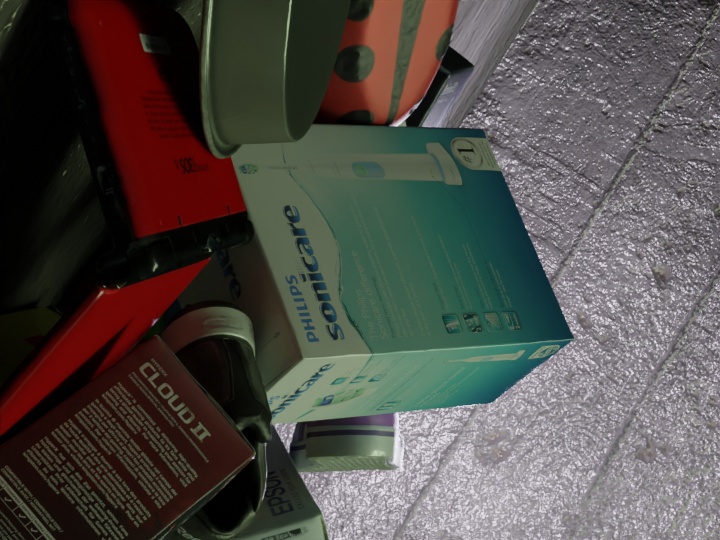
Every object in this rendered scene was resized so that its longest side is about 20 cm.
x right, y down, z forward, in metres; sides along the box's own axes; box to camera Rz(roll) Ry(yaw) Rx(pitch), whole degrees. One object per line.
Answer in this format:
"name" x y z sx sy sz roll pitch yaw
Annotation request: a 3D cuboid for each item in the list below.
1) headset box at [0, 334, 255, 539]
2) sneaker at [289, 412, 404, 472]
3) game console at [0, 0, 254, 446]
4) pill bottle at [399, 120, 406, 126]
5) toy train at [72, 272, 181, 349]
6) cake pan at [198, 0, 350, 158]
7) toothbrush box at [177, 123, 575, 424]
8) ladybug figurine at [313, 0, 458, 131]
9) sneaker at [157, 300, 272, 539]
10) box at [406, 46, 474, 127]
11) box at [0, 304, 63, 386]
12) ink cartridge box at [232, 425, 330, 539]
"headset box" -0.149 0.123 0.841 0.200 0.075 0.149 -38 176 -43
"sneaker" -0.007 0.069 1.190 0.200 0.072 0.115 124 -36 -77
"game console" -0.127 -0.023 0.836 0.118 0.173 0.200 -17 -178 8
"pill bottle" -0.041 -0.075 1.179 0.200 0.112 0.112 -58 176 -18
"toy train" -0.111 0.092 1.063 0.085 0.115 0.200 52 40 -51
"cake pan" -0.030 -0.147 0.869 0.200 0.037 0.201 12 90 -83
"toothbrush box" 0.000 0.000 1.052 0.200 0.147 0.085 -2 151 -41
"ladybug figurine" 0.005 -0.152 1.062 0.136 0.072 0.200 -20 132 -36
"sneaker" -0.095 0.116 0.962 0.200 0.066 0.091 -64 -142 32
"box" -0.013 -0.094 1.418 0.200 0.104 0.148 -59 175 13
"box" -0.181 0.064 0.940 0.075 0.050 0.200 -58 175 4
"ink cartridge box" -0.135 0.151 1.164 0.200 0.199 0.041 -132 -152 -68
